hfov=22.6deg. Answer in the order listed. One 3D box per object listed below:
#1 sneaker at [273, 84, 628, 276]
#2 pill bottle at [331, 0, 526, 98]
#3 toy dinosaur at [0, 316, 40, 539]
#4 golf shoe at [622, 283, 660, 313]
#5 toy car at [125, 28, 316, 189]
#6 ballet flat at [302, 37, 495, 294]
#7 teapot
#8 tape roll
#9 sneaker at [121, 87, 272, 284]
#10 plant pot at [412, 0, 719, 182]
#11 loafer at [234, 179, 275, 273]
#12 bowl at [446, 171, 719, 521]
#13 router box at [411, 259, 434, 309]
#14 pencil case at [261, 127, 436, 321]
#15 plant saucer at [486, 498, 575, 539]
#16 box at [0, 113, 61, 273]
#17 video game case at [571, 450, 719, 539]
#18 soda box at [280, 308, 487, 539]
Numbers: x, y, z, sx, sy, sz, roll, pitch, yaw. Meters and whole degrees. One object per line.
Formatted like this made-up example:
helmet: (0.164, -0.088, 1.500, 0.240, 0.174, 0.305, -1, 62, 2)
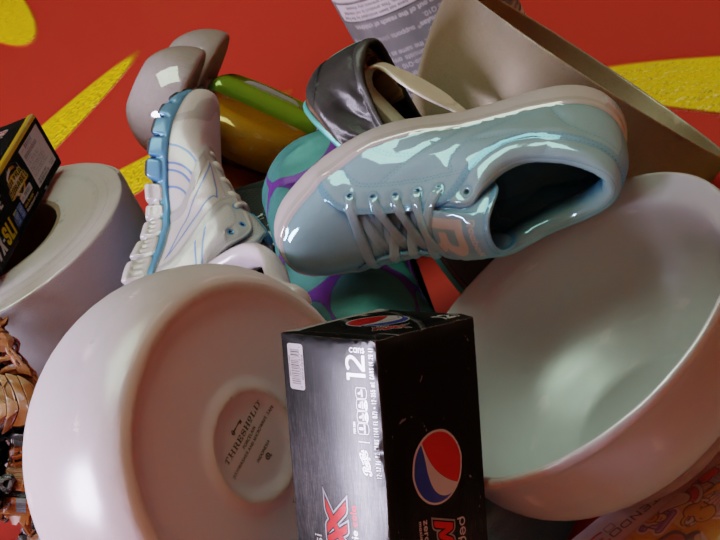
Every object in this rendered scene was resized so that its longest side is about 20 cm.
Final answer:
sneaker: (0.044, -0.037, 0.934, 0.198, 0.074, 0.082, -22, 28, 14)
pill bottle: (0.062, -0.151, 1.233, 0.113, 0.201, 0.114, -25, 22, 11)
toy dinosaur: (-0.233, 0.099, 1.115, 0.135, 0.102, 0.201, -18, 62, -4)
golf shoe: (0.192, 0.022, 0.995, 0.199, 0.079, 0.097, 8, 26, 43)
toy car: (-0.089, -0.079, 1.331, 0.200, 0.174, 0.151, -69, 3, -73)
ballet flat: (0.047, -0.051, 1.016, 0.068, 0.200, 0.068, -46, -8, 28)
teapot: (-0.098, 0.092, 0.916, 0.199, 0.200, 0.145, -10, -2, -45)
tape roll: (-0.222, 0.038, 1.252, 0.201, 0.140, 0.203, -23, 28, 13)
sneaker: (-0.095, -0.032, 1.160, 0.086, 0.075, 0.202, -5, 59, 15)
plant pot: (0.106, -0.069, 1.110, 0.135, 0.199, 0.201, -57, 25, 12)
loafer: (-0.043, -0.031, 1.218, 0.199, 0.063, 0.072, -32, 44, -1)
bowl: (0.125, 0.054, 0.898, 0.200, 0.090, 0.202, -34, 26, 19)
router box: (-0.061, 0.062, 1.125, 0.148, 0.051, 0.200, -8, 23, 34)
pencil case: (0.000, 0.000, 1.049, 0.092, 0.086, 0.201, -16, 43, -1)
plant saucer: (0.024, 0.130, 0.983, 0.198, 0.036, 0.201, -23, 28, 13)
box: (-0.318, -0.020, 1.238, 0.198, 0.050, 0.160, -18, 31, 22)
video game case: (0.166, 0.156, 0.821, 0.181, 0.023, 0.200, -36, 29, -14)
soda box: (0.015, 0.122, 0.823, 0.063, 0.202, 0.070, 3, 10, 44)
